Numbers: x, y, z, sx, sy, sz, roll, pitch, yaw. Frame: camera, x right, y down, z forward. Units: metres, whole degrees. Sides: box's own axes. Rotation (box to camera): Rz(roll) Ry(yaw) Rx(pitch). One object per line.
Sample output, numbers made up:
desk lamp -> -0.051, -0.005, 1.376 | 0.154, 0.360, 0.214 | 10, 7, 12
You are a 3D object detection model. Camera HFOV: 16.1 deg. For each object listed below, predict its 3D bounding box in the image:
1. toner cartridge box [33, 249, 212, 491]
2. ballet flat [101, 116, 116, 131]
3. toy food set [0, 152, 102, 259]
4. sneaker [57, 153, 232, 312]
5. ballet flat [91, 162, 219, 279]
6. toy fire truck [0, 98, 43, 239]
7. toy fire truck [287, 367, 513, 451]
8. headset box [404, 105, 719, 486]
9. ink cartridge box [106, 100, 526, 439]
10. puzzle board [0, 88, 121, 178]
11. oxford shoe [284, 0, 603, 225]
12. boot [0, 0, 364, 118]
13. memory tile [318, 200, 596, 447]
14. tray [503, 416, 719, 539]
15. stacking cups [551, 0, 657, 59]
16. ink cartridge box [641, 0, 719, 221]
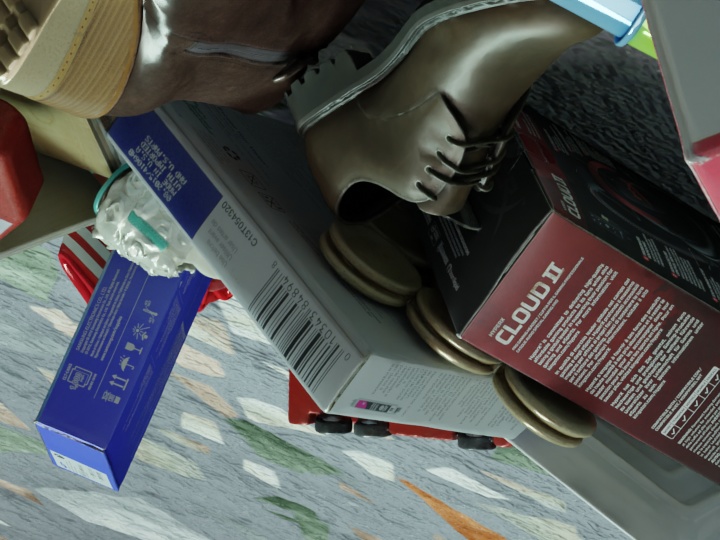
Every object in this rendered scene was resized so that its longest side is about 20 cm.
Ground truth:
toner cartridge box -> -0.114, 0.012, 1.378 | 0.043, 0.201, 0.095 | 21, 163, 5
ballet flat -> -0.155, -0.089, 1.365 | 0.067, 0.068, 0.200 | 40, 160, -7
toy food set -> -0.230, -0.031, 1.274 | 0.144, 0.199, 0.061 | 48, 144, 28
sneaker -> -0.081, 0.009, 1.473 | 0.199, 0.116, 0.078 | 21, 163, 5
ballet flat -> -0.063, -0.021, 1.303 | 0.071, 0.072, 0.200 | 13, -169, 28
toy fire truck -> -0.231, -0.074, 1.121 | 0.199, 0.113, 0.168 | 28, 158, -16
toy fire truck -> 0.033, 0.060, 1.399 | 0.199, 0.049, 0.141 | 4, -174, 33
headset box -> 0.112, 0.004, 1.169 | 0.199, 0.075, 0.149 | 29, -162, -22
ink cartridge box -> 0.000, 0.000, 1.212 | 0.200, 0.043, 0.197 | 15, -152, -52
puzzle board -> -0.195, -0.110, 1.177 | 0.150, 0.017, 0.200 | 20, 162, 13
oxford shoe -> 0.047, -0.071, 1.077 | 0.072, 0.085, 0.200 | -5, 164, -34
boot -> -0.054, -0.139, 1.065 | 0.166, 0.073, 0.200 | -1, 143, -48
memory tile -> 0.059, 0.012, 1.204 | 0.153, 0.017, 0.200 | 39, -161, 3
tray -> 0.111, 0.070, 1.255 | 0.200, 0.022, 0.107 | 37, -152, 23
stacking cups -> 0.095, -0.120, 0.966 | 0.199, 0.061, 0.060 | 28, 163, -8
ink cartridge box -> 0.195, -0.050, 0.892 | 0.144, 0.084, 0.200 | -21, 149, 12
